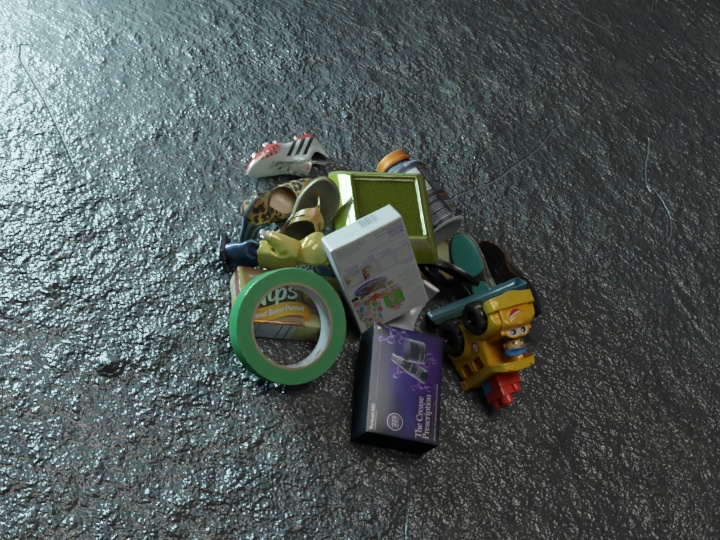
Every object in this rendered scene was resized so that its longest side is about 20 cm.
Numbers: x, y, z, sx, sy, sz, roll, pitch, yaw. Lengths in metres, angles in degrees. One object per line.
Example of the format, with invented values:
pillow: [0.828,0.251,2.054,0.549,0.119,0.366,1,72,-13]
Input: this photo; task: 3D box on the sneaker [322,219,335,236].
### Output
sneaker: [-0.030,-0.078,1.730,0.199,0.075,0.089,-8,70,-24]

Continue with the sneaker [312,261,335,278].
sneaker: [0.000,0.000,1.708,0.199,0.082,0.074,11,48,-18]

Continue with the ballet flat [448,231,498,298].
ballet flat: [0.237,0.017,1.813,0.074,0.074,0.201,-17,83,-36]

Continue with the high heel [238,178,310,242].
high heel: [-0.150,-0.140,1.673,0.071,0.143,0.200,41,60,8]

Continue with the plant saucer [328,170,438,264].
plant saucer: [0.048,-0.112,1.691,0.199,0.048,0.200,0,64,-15]

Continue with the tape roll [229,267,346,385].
tape roll: [-0.124,0.096,1.532,0.200,0.048,0.201,2,85,-24]

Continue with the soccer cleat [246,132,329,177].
soccer cleat: [-0.147,-0.224,1.815,0.085,0.069,0.200,45,44,16]

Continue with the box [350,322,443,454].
box: [0.066,0.208,1.565,0.141,0.079,0.201,12,63,-15]

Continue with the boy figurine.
boy figurine: [-0.155,-0.038,1.608,0.199,0.124,0.065,-4,58,2]

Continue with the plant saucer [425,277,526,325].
plant saucer: [0.228,0.061,1.738,0.199,0.070,0.019,-20,100,-2]

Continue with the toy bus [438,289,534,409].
toy bus: [0.256,0.152,1.655,0.135,0.200,0.193,-10,68,-31]

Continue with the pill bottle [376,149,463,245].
pill bottle: [0.115,-0.152,1.820,0.106,0.106,0.200,-20,67,-37]

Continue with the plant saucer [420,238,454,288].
plant saucer: [0.103,-0.035,1.819,0.199,0.035,0.201,14,50,-18]

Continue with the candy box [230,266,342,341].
candy box: [-0.132,0.063,1.611,0.199,0.055,0.116,6,53,-23]

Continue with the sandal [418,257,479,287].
sandal: [0.138,-0.004,1.754,0.200,0.075,0.048,25,87,-3]

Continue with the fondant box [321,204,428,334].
fondant box: [0.029,0.000,1.619,0.144,0.200,0.058,-26,34,-9]

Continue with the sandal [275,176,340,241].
sandal: [-0.107,-0.083,1.653,0.080,0.200,0.054,39,6,-19]

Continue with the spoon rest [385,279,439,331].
spoon rest: [0.082,0.109,1.696,0.099,0.061,0.200,35,61,2]

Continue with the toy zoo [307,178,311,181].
toy zoo: [-0.083,-0.088,1.775,0.200,0.020,0.131,47,49,12]

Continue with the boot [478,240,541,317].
boot: [0.310,0.022,1.877,0.097,0.075,0.200,38,16,-45]
